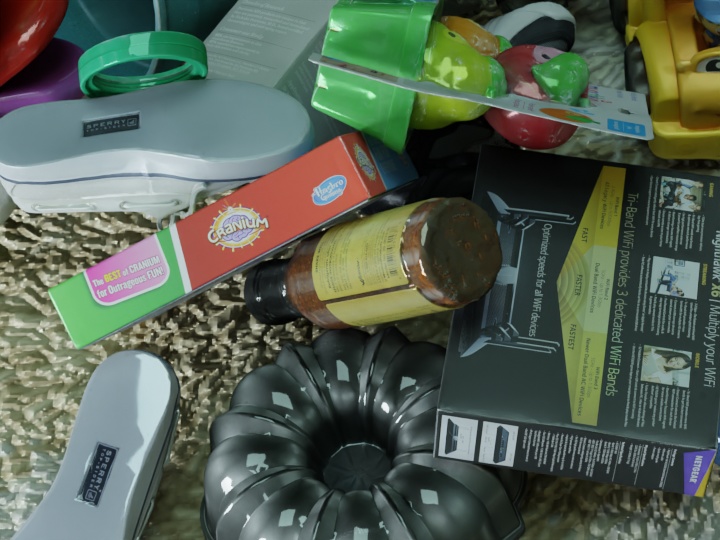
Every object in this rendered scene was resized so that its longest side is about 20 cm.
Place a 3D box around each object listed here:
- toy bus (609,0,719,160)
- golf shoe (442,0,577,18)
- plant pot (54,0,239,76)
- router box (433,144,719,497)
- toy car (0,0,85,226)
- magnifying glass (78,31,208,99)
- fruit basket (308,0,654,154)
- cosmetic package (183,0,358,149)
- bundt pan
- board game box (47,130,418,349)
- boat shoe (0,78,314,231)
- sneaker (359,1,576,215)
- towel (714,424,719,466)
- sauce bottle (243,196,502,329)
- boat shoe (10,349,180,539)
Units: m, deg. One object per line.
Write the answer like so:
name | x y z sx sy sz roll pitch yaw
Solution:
toy bus | 0.230 -0.198 1.466 0.135 0.192 0.200 -6 56 3
golf shoe | 0.070 -0.212 1.503 0.200 0.078 0.097 -12 81 -46
plant pot | -0.118 -0.245 1.563 0.188 0.200 0.200 -27 54 -29
router box | 0.133 0.025 1.335 0.157 0.052 0.200 8 53 5
toy car | -0.250 -0.129 1.492 0.150 0.200 0.175 -18 34 -10
magnifying glass | -0.148 -0.112 1.467 0.079 0.200 0.022 -4 75 -17
fruit basket | 0.075 -0.119 1.365 0.199 0.094 0.185 7 13 5
cosmetic package | -0.018 -0.156 1.519 0.090 0.107 0.200 14 55 35
bundt pan | -0.003 0.116 1.353 0.201 0.076 0.202 -4 56 6
board game box | -0.072 -0.023 1.384 0.200 0.153 0.040 -27 90 13
boat shoe | -0.125 -0.061 1.431 0.201 0.086 0.075 -7 52 4
sneaker | 0.090 -0.082 1.482 0.200 0.076 0.114 -40 65 -18
towel | 0.210 0.052 1.381 0.200 0.049 0.112 31 66 26
sauce bottle | 0.000 0.000 1.344 0.200 0.066 0.066 -9 41 53
boat shoe | -0.155 0.146 1.363 0.073 0.065 0.200 26 84 16
